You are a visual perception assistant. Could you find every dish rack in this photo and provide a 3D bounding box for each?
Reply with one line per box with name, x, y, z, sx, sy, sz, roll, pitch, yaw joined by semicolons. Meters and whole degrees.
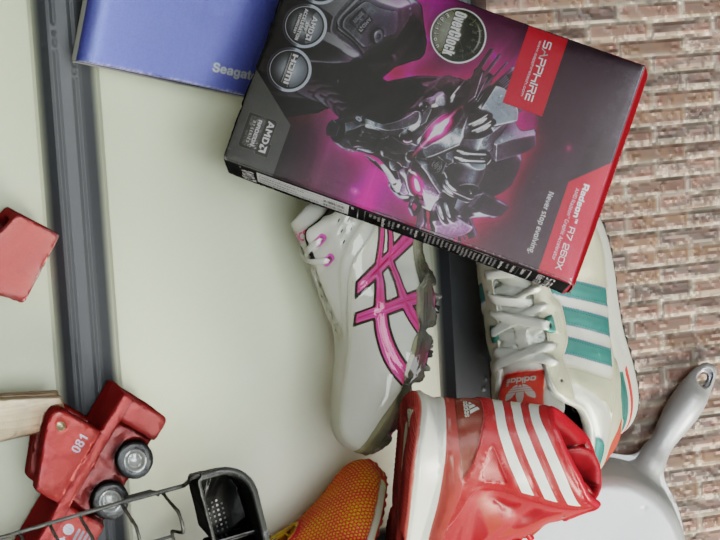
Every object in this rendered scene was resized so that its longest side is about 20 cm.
dish rack;-0.139;0.195;1.087;0.199;0.055;0.155;-15;96;-16

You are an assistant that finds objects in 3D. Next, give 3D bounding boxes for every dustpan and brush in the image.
dustpan and brush;0.159;0.141;1.248;0.139;0.057;0.201;35;90;-8

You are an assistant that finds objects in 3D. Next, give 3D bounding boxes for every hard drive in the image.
hard drive;-0.074;-0.199;1.138;0.131;0.025;0.202;10;92;-20

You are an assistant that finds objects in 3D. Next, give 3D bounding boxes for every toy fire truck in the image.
toy fire truck;-0.184;0.084;1.118;0.141;0.049;0.201;32;86;-19

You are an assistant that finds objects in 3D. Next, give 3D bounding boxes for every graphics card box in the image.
graphics card box;0.040;-0.080;1.112;0.199;0.051;0.126;20;85;3

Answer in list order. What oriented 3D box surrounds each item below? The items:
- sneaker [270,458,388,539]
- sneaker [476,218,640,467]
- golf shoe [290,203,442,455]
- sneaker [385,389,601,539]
sneaker;-0.054;0.184;1.164;0.077;0.073;0.201;37;81;-9
sneaker;0.102;0.035;1.166;0.094;0.070;0.201;-57;135;-50
golf shoe;0.000;0.000;1.165;0.091;0.073;0.202;11;82;-14
sneaker;0.073;0.149;1.150;0.115;0.079;0.201;2;136;-3
